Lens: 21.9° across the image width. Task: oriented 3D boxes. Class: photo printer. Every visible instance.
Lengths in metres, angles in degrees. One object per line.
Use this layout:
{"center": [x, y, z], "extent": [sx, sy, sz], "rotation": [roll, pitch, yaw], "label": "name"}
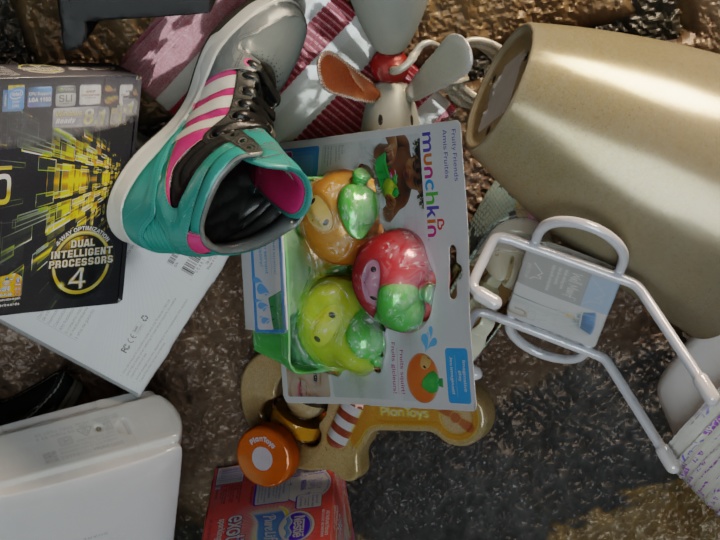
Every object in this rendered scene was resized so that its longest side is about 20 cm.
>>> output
{"center": [-0.217, 0.189, 1.377], "extent": [0.166, 0.070, 0.200], "rotation": [-13, 140, -23], "label": "photo printer"}

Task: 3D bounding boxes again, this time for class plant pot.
{"center": [0.178, -0.080, 1.230], "extent": [0.199, 0.187, 0.188], "rotation": [25, 112, -14], "label": "plant pot"}

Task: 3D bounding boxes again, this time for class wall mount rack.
{"center": [0.151, 0.050, 1.230], "extent": [0.173, 0.075, 0.200], "rotation": [21, 154, 7], "label": "wall mount rack"}

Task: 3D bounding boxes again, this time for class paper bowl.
{"center": [0.288, 0.069, 1.303], "extent": [0.104, 0.201, 0.201], "rotation": [44, 110, 13], "label": "paper bowl"}

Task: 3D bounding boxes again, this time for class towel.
{"center": [-0.051, -0.131, 1.310], "extent": [0.200, 0.023, 0.144], "rotation": [41, 106, -17], "label": "towel"}

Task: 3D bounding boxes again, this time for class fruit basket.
{"center": [0.000, 0.000, 1.236], "extent": [0.093, 0.200, 0.186], "rotation": [-4, 92, -34], "label": "fruit basket"}

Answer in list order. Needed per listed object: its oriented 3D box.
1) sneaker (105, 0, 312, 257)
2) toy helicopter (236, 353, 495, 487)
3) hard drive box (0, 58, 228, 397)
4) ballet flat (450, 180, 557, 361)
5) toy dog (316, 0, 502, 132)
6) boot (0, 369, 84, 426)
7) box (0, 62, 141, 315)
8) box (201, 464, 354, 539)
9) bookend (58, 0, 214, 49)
{"center": [-0.070, -0.088, 1.215], "extent": [0.200, 0.121, 0.084], "rotation": [-57, 140, -11], "label": "sneaker"}
{"center": [0.003, 0.089, 1.351], "extent": [0.199, 0.079, 0.133], "rotation": [2, 100, 26], "label": "toy helicopter"}
{"center": [-0.203, -0.029, 1.326], "extent": [0.200, 0.077, 0.156], "rotation": [30, 111, -12], "label": "hard drive box"}
{"center": [0.093, 0.014, 1.344], "extent": [0.069, 0.071, 0.200], "rotation": [25, 112, -17], "label": "ballet flat"}
{"center": [0.027, -0.166, 1.240], "extent": [0.132, 0.096, 0.201], "rotation": [-24, 109, 0], "label": "toy dog"}
{"center": [-0.325, 0.102, 1.389], "extent": [0.203, 0.074, 0.154], "rotation": [-35, 106, 13], "label": "boot"}
{"center": [-0.242, -0.051, 1.195], "extent": [0.199, 0.049, 0.162], "rotation": [-5, 109, -37], "label": "box"}
{"center": [-0.059, 0.224, 1.368], "extent": [0.102, 0.200, 0.095], "rotation": [-9, 112, 4], "label": "box"}
{"center": [-0.101, -0.258, 1.202], "extent": [0.199, 0.092, 0.199], "rotation": [-4, 110, 3], "label": "bookend"}
